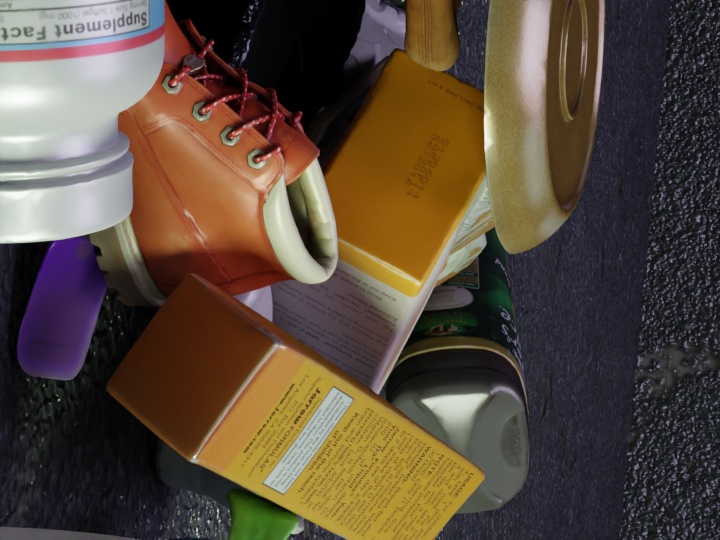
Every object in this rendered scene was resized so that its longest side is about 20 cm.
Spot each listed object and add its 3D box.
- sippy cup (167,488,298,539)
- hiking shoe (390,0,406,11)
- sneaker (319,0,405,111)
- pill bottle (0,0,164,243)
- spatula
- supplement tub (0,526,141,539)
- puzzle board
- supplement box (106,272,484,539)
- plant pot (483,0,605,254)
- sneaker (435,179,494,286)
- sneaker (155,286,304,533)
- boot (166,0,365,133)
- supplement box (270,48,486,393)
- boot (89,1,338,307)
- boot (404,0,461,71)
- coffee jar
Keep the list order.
[{"bbox_3d":[-0.082,0.189,0.998,0.140,0.178,0.130,58,14,-15],"label":"sippy cup"},{"bbox_3d":[0.005,-0.232,1.116,0.200,0.101,0.076,50,15,-12],"label":"hiking shoe"},{"bbox_3d":[-0.017,-0.127,1.296,0.082,0.075,0.200,-69,158,-6],"label":"sneaker"},{"bbox_3d":[-0.122,-0.116,0.765,0.109,0.109,0.200,-48,141,-68],"label":"pill bottle"},{"bbox_3d":[-0.123,-0.053,0.956,0.057,0.021,0.200,13,80,-64],"label":"spatula"},{"bbox_3d":[-0.124,0.198,0.778,0.145,0.145,0.200,1,93,-76],"label":"supplement tub"},{"bbox_3d":[-0.030,-0.033,1.192,0.151,0.017,0.200,-63,176,18],"label":"puzzle board"},{"bbox_3d":[-0.024,0.073,0.985,0.069,0.067,0.200,-55,144,1],"label":"supplement box"},{"bbox_3d":[0.095,-0.107,1.084,0.200,0.027,0.200,5,90,-76],"label":"plant pot"},{"bbox_3d":[0.039,-0.049,1.244,0.076,0.088,0.200,-30,172,-26],"label":"sneaker"},{"bbox_3d":[-0.050,0.058,1.067,0.075,0.087,0.200,-53,161,-27],"label":"sneaker"},{"bbox_3d":[-0.054,-0.134,1.097,0.162,0.073,0.198,72,32,-65],"label":"boot"},{"bbox_3d":[0.000,0.000,1.126,0.126,0.074,0.200,-60,176,-36],"label":"supplement box"},{"bbox_3d":[-0.071,-0.073,0.918,0.075,0.107,0.200,-60,142,-45],"label":"boot"},{"bbox_3d":[0.053,-0.219,0.999,0.200,0.068,0.188,72,27,-59],"label":"boot"},{"bbox_3d":[0.057,0.057,1.348,0.200,0.085,0.104,-91,174,-58],"label":"coffee jar"}]
